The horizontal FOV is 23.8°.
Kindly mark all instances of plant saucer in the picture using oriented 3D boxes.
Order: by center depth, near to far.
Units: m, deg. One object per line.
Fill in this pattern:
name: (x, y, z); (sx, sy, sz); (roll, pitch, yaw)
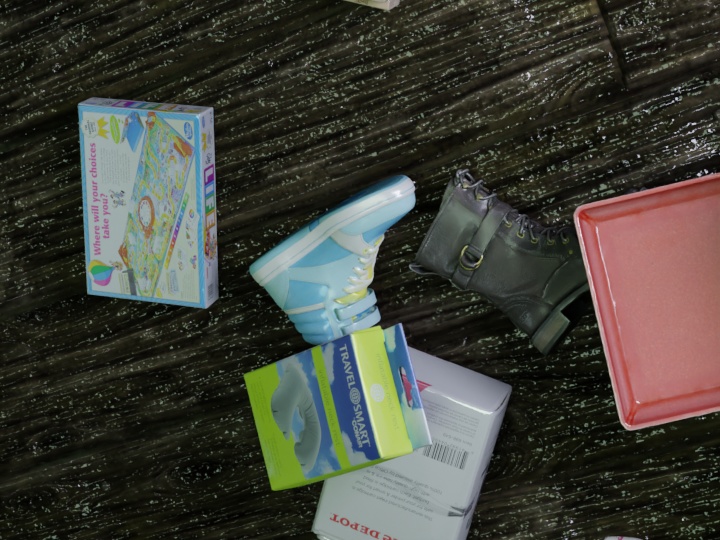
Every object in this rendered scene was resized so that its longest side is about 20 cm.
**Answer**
plant saucer: (0.302, 0.020, 1.484); (0.199, 0.037, 0.201); (-13, 89, 4)

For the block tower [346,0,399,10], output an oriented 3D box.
block tower: (0.022, -0.336, 1.523); (0.058, 0.054, 0.200); (15, 112, 14)

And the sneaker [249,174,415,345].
sneaker: (0.000, 0.000, 1.632); (0.200, 0.080, 0.131); (-31, 93, 35)

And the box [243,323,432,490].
box: (-0.025, 0.131, 1.610); (0.200, 0.048, 0.122); (-24, 78, 48)

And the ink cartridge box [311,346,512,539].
ink cartridge box: (0.050, 0.187, 1.672); (0.145, 0.085, 0.200); (20, 112, 13)

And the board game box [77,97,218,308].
board game box: (-0.212, -0.068, 1.707); (0.134, 0.034, 0.201); (7, 110, 17)

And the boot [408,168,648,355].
boot: (0.152, -0.036, 1.573); (0.174, 0.069, 0.200); (40, 109, 13)

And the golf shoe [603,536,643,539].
golf shoe: (0.267, 0.352, 1.666); (0.088, 0.077, 0.201); (20, 112, 34)
